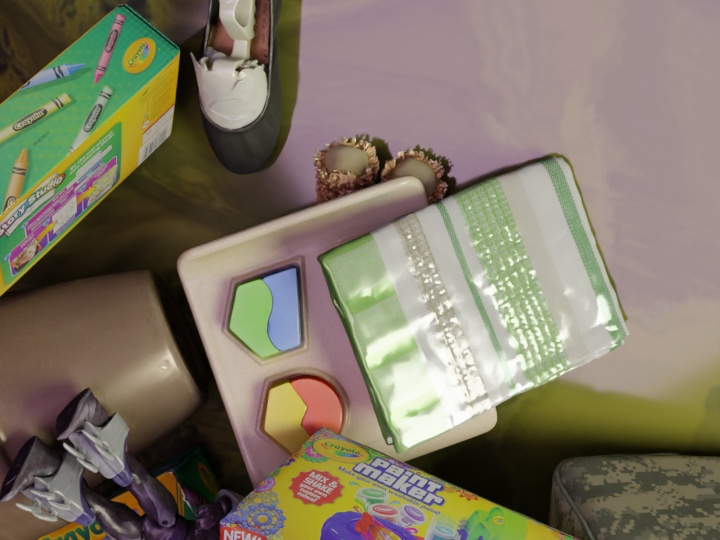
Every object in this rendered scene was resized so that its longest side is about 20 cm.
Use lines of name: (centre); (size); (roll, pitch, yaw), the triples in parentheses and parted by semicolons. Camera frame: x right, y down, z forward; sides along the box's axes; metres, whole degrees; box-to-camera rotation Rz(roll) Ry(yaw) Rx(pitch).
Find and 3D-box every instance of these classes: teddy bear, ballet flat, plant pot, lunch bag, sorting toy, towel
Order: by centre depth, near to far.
lunch bag: (0.228, 0.229, 0.687); (0.199, 0.139, 0.169); (0, 112, -8)
towel: (0.081, 0.020, 0.701); (0.199, 0.031, 0.150); (-23, 94, -18)
sorting toy: (-0.014, 0.054, 0.712); (0.184, 0.036, 0.201); (-19, 99, -2)
ballet flat: (-0.094, -0.169, 0.743); (0.068, 0.068, 0.201); (6, 102, 12)
teddy bear: (0.000, 0.000, 0.759); (0.144, 0.067, 0.201); (-5, 97, -2)
plant pot: (-0.217, 0.082, 0.774); (0.174, 0.200, 0.201); (-24, 94, -2)

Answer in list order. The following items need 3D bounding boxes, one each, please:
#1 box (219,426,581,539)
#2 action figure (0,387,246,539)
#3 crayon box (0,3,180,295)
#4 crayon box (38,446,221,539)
box: (0.021, 0.241, 0.651); (0.199, 0.122, 0.194); (19, 120, 25)
action figure: (-0.147, 0.177, 0.699); (0.130, 0.069, 0.200); (-42, 112, 9)
crayon box: (-0.215, -0.081, 0.710); (0.058, 0.119, 0.200); (39, 64, 4)
crayon box: (-0.195, 0.245, 0.840); (0.199, 0.058, 0.119); (-28, 93, 17)
